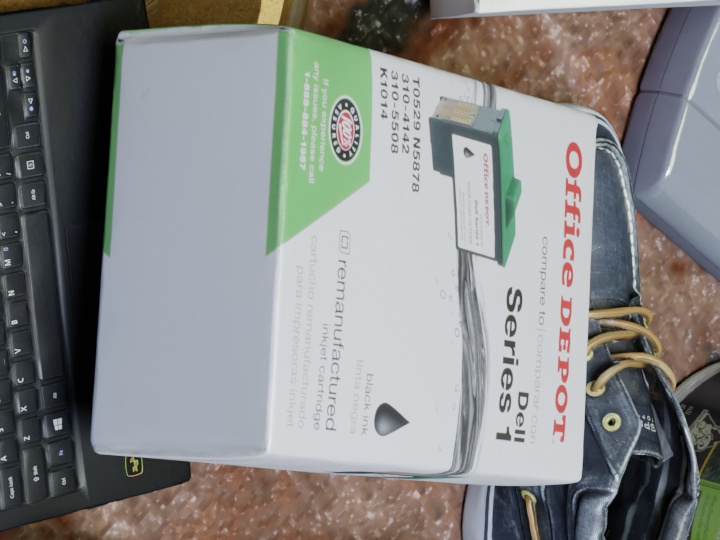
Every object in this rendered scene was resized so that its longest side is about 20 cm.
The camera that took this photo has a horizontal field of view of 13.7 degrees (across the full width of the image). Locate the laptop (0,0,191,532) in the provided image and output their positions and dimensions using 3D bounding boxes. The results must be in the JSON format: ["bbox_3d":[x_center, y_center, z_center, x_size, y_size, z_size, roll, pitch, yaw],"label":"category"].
[{"bbox_3d":[-0.117,0.010,0.969,0.199,0.103,0.178,-12,102,-38],"label":"laptop"}]

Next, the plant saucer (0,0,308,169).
[{"bbox_3d":[-0.092,-0.110,1.066,0.199,0.035,0.202,-6,101,-34],"label":"plant saucer"}]

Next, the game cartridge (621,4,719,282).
[{"bbox_3d":[0.190,-0.091,1.266,0.133,0.041,0.201,38,75,-37],"label":"game cartridge"}]

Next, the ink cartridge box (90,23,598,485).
[{"bbox_3d":[0.000,0.000,1.071,0.200,0.084,0.147,9,82,-53],"label":"ink cartridge box"}]

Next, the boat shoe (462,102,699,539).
[{"bbox_3d":[0.096,0.037,1.184,0.071,0.091,0.202,1,96,-35],"label":"boat shoe"}]

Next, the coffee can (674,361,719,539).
[{"bbox_3d":[0.219,0.120,1.215,0.146,0.200,0.147,-5,99,-34],"label":"coffee can"}]

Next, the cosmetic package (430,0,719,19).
[{"bbox_3d":[0.123,-0.144,1.176,0.199,0.051,0.083,-4,91,-23],"label":"cosmetic package"}]
